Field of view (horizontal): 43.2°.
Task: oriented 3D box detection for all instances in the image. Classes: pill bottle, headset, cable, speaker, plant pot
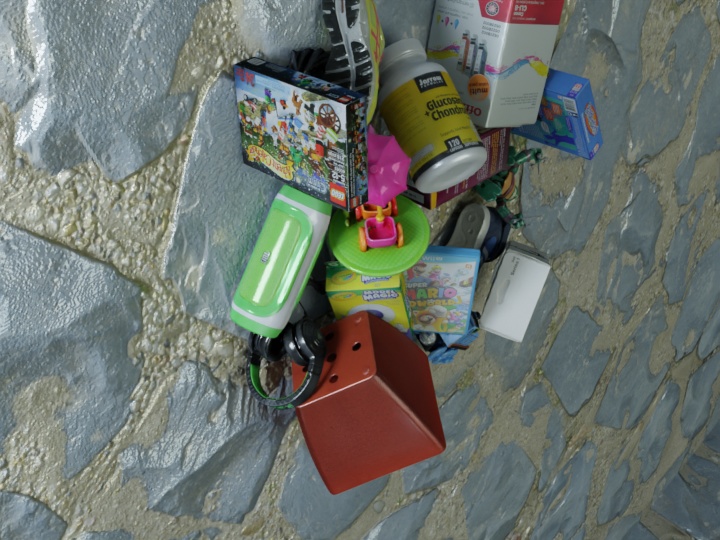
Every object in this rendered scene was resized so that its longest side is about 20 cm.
[{"bbox_3d":[0.091,-0.221,1.288,0.111,0.202,0.112,-24,168,-6],"label":"pill bottle"},{"bbox_3d":[-0.096,0.104,1.332,0.094,0.122,0.203,29,68,-54],"label":"headset"},{"bbox_3d":[-0.053,-0.216,1.238,0.163,0.050,0.201,-48,140,-27],"label":"cable"},{"bbox_3d":[-0.110,-0.013,1.265,0.088,0.088,0.202,17,97,-53],"label":"speaker"},{"bbox_3d":[-0.006,0.182,1.382,0.198,0.201,0.177,-23,130,12],"label":"plant pot"}]

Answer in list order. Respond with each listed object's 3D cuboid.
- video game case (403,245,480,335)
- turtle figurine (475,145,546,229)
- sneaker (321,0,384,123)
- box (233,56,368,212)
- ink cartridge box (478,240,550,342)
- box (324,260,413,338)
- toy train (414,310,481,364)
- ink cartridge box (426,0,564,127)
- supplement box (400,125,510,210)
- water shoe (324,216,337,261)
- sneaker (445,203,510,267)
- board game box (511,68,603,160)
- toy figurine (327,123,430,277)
[{"bbox_3d":[0.109,0.032,1.440,0.201,0.141,0.018,91,6,-50],"label":"video game case"},{"bbox_3d":[0.261,-0.150,1.599,0.200,0.099,0.152,19,78,-64],"label":"turtle figurine"},{"bbox_3d":[0.002,-0.282,1.210,0.090,0.077,0.203,5,84,-59],"label":"sneaker"},{"bbox_3d":[-0.074,-0.170,1.118,0.037,0.199,0.138,-29,132,-37],"label":"box"},{"bbox_3d":[0.277,0.033,1.627,0.200,0.083,0.148,-34,144,-77],"label":"ink cartridge box"},{"bbox_3d":[0.015,0.044,1.393,0.201,0.115,0.049,73,16,-56],"label":"box"},{"bbox_3d":[0.158,0.108,1.616,0.114,0.087,0.200,-35,165,10],"label":"toy train"},{"bbox_3d":[0.198,-0.335,1.398,0.144,0.144,0.203,-14,121,-45],"label":"ink cartridge box"},{"bbox_3d":[0.136,-0.183,1.443,0.199,0.110,0.087,-29,133,-37],"label":"supplement box"},{"bbox_3d":[0.000,0.000,1.413,0.072,0.078,0.201,-46,140,-21],"label":"water shoe"},{"bbox_3d":[0.209,-0.019,1.657,0.146,0.080,0.202,18,98,-54],"label":"sneaker"},{"bbox_3d":[0.297,-0.274,1.511,0.045,0.199,0.153,-52,143,-16],"label":"board game box"},{"bbox_3d":[0.021,-0.125,1.252,0.148,0.202,0.185,-6,145,-2],"label":"toy figurine"}]
